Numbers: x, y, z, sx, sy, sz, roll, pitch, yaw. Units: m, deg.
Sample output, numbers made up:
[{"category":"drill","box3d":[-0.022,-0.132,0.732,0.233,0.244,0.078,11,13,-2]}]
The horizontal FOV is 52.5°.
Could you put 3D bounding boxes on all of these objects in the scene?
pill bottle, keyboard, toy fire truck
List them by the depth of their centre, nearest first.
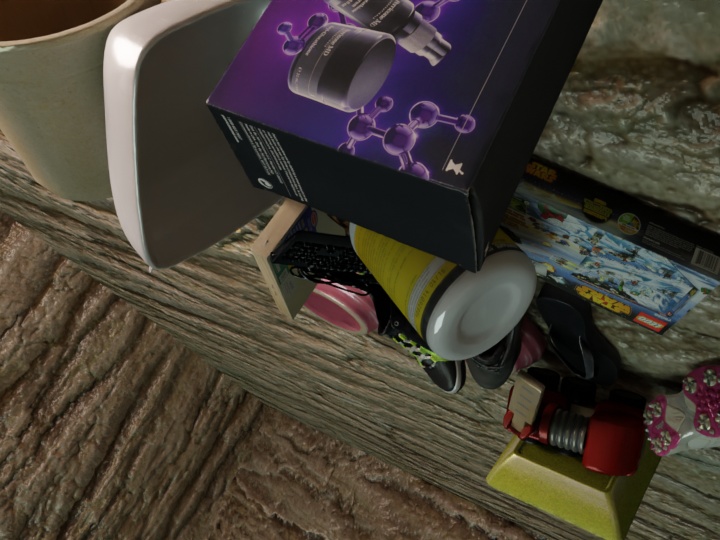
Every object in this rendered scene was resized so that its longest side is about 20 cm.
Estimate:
[{"category":"pill bottle","box3d":[0.057,-0.026,0.655,0.201,0.111,0.112,52,179,37]},{"category":"keyboard","box3d":[0.000,0.000,0.798,0.195,0.041,0.104,7,159,-28]},{"category":"toy fire truck","box3d":[0.254,0.182,0.897,0.172,0.133,0.198,13,-171,29]}]

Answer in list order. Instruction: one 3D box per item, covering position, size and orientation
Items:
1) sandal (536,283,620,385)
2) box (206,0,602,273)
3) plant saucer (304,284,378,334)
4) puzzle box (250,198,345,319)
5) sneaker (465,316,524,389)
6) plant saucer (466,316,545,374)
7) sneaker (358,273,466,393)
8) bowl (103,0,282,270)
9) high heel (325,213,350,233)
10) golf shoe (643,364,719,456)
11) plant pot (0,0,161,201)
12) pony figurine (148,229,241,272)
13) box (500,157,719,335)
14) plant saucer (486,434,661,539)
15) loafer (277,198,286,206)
[{"category":"sandal","box3d":[0.247,0.085,0.853,0.075,0.043,0.200,12,155,43]},{"category":"box","box3d":[0.036,-0.123,0.374,0.138,0.203,0.079,21,161,19]},{"category":"plant saucer","box3d":[-0.043,0.040,1.149,0.197,0.052,0.201,27,161,10]},{"category":"puzzle box","box3d":[-0.068,-0.032,0.888,0.025,0.134,0.201,30,162,15]},{"category":"sneaker","box3d":[0.149,0.082,0.841,0.074,0.092,0.203,11,139,15]},{"category":"plant saucer","box3d":[0.149,0.082,0.986,0.197,0.052,0.201,27,161,10]},{"category":"sneaker","box3d":[0.056,0.075,0.924,0.203,0.082,0.072,60,147,5]},{"category":"bowl","box3d":[-0.121,-0.124,0.573,0.074,0.199,0.204,30,134,23]},{"category":"high heel","box3d":[-0.017,-0.060,0.825,0.197,0.073,0.142,27,158,-21]},{"category":"golf shoe","box3d":[0.389,0.151,0.793,0.089,0.077,0.201,1,158,-8]},{"category":"plant pot","box3d":[-0.241,-0.170,0.613,0.197,0.202,0.186,23,146,18]},{"category":"pony figurine","box3d":[-0.248,-0.104,0.992,0.201,0.167,0.193,47,152,-6]},{"category":"box","box3d":[0.202,-0.022,0.646,0.196,0.040,0.138,26,161,12]},{"category":"plant saucer","box3d":[0.303,0.251,1.019,0.196,0.199,0.049,16,131,34]},{"category":"loafer","box3d":[-0.110,-0.121,0.793,0.073,0.062,0.201,59,172,18]}]
